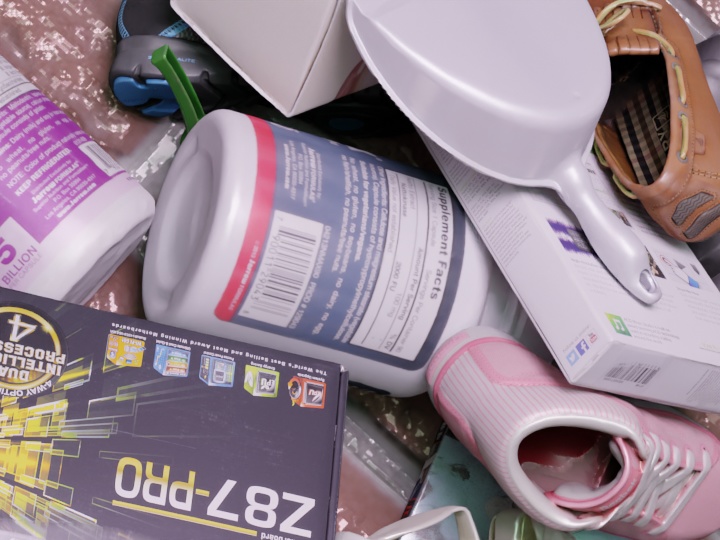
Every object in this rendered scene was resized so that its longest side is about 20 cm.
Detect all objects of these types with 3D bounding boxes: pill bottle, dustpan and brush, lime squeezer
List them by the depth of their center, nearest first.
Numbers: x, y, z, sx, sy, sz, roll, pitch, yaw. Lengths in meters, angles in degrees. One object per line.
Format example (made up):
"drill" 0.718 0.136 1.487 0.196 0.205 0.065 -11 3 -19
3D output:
"dustpan and brush" 0.088 -0.071 1.029 0.140 0.057 0.200 -30 73 -40
"pill bottle" -0.210 -0.060 1.072 0.200 0.112 0.112 42 72 1
"pill bottle" 0.000 0.000 1.091 0.200 0.120 0.120 16 73 -22
"lime squeezer" -0.049 -0.063 1.135 0.200 0.071 0.038 30 41 -34

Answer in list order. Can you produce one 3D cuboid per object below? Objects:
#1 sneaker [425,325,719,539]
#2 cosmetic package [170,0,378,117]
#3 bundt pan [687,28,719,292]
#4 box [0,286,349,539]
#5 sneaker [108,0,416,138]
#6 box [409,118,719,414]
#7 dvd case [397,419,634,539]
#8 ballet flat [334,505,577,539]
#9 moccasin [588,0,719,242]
"sneaker" 0.127 0.103 1.055 0.200 0.105 0.075 29 100 -29
"cosmetic package" 0.013 -0.164 1.107 0.200 0.087 0.103 -23 60 -41
"bundt pan" 0.252 -0.057 1.186 0.202 0.076 0.202 3 77 -11
"box" -0.110 0.100 0.984 0.200 0.049 0.161 15 56 -13
"sneaker" -0.033 -0.123 1.145 0.200 0.073 0.082 7 71 -12
"box" 0.116 -0.016 1.088 0.144 0.036 0.200 14 38 -45
"dvd case" 0.071 0.195 1.115 0.146 0.022 0.200 27 72 -4
"ballet flat" 0.063 0.147 1.044 0.200 0.069 0.070 2 74 -39
"moccasin" 0.140 -0.100 1.139 0.078 0.074 0.202 29 35 -37
